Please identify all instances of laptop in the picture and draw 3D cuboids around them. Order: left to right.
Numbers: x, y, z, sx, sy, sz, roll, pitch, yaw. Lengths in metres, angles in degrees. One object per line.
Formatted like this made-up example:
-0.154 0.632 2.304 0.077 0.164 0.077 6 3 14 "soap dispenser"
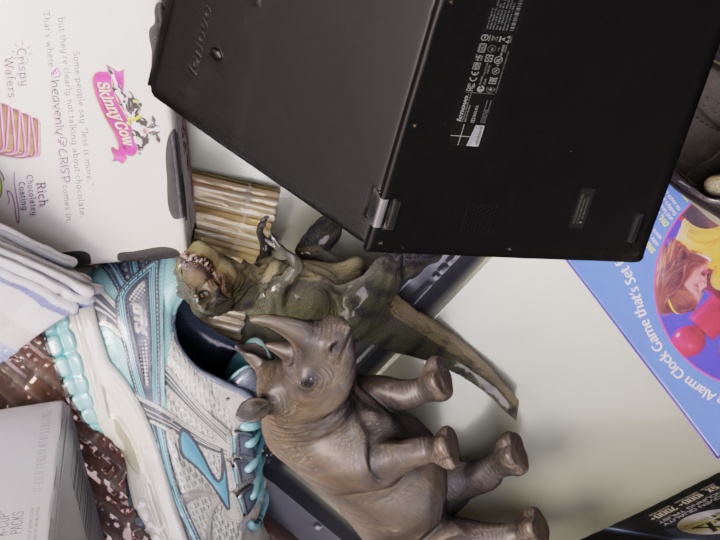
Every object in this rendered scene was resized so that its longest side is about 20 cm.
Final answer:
0.036 -0.114 1.163 0.199 0.116 0.188 3 126 -20 "laptop"

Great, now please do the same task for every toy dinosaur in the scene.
0.000 0.000 1.297 0.200 0.047 0.088 19 86 -29 "toy dinosaur"

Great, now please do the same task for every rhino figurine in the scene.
0.004 0.076 1.284 0.087 0.060 0.200 -18 139 25 "rhino figurine"

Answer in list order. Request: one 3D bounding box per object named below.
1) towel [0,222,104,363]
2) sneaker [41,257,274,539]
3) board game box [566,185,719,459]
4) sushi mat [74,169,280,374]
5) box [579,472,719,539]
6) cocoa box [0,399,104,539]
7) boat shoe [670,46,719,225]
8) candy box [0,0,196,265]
-0.229 0.021 1.252 0.147 0.024 0.200 28 138 -33 "towel"
-0.070 0.079 1.304 0.086 0.078 0.200 -25 112 8 "sneaker"
0.159 -0.032 1.292 0.134 0.045 0.200 -35 105 10 "board game box"
-0.145 -0.016 1.315 0.199 0.012 0.096 13 109 -4 "sushi mat"
0.128 0.213 1.312 0.200 0.086 0.164 -22 109 -20 "box"
-0.181 0.183 1.298 0.131 0.134 0.200 -9 122 4 "cocoa box"
0.164 -0.054 1.221 0.200 0.065 0.072 34 102 -19 "boat shoe"
-0.179 -0.070 1.259 0.199 0.061 0.137 -3 107 2 "candy box"
